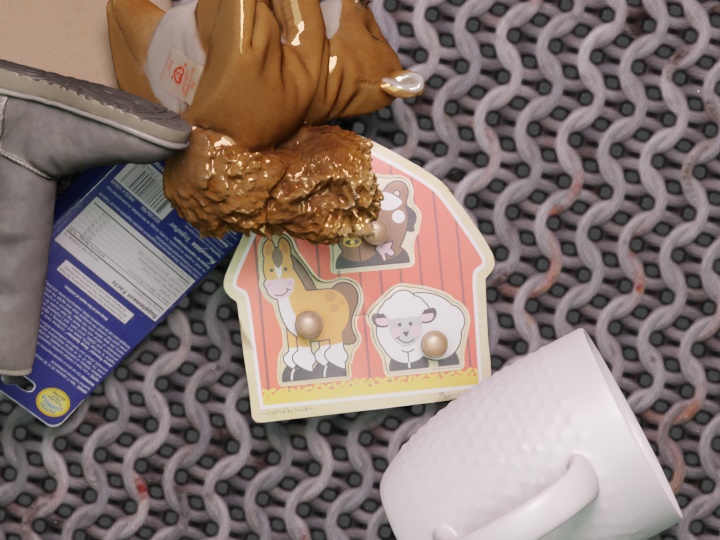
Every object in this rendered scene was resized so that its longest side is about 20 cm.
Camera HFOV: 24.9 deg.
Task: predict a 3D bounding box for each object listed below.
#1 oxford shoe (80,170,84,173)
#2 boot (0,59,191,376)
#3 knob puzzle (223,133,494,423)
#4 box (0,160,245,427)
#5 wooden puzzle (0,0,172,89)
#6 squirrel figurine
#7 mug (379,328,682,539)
[{"bbox_3d":[-0.116,-0.116,1.178,0.200,0.058,0.075,-30,86,1],"label":"oxford shoe"},{"bbox_3d":[-0.208,-0.026,1.053,0.181,0.073,0.201,17,100,19],"label":"boot"},{"bbox_3d":[0.000,0.000,1.171,0.219,0.030,0.220,0,87,-5],"label":"knob puzzle"},{"bbox_3d":[-0.191,0.008,1.160,0.200,0.032,0.121,-46,127,1],"label":"box"},{"bbox_3d":[-0.227,-0.185,1.137,0.199,0.037,0.186,-2,66,-23],"label":"wooden puzzle"},{"bbox_3d":[-0.049,-0.109,1.104,0.141,0.186,0.201,-16,80,44],"label":"squirrel figurine"},{"bbox_3d":[0.107,0.148,1.096,0.175,0.200,0.148,-29,93,9],"label":"mug"}]
